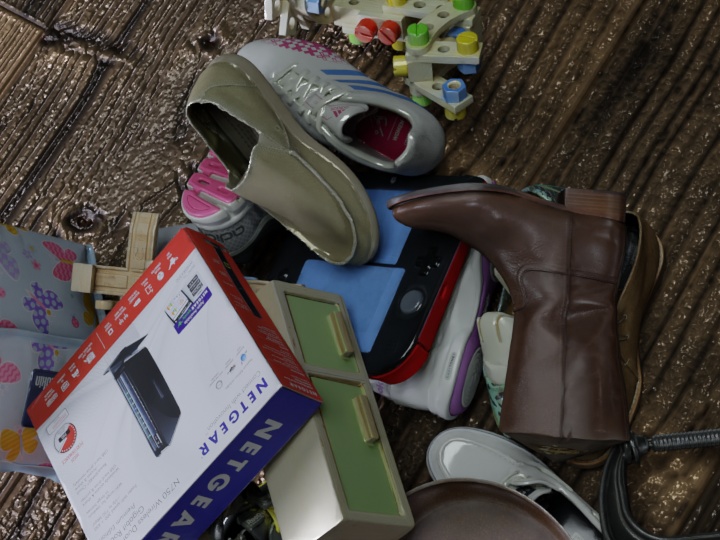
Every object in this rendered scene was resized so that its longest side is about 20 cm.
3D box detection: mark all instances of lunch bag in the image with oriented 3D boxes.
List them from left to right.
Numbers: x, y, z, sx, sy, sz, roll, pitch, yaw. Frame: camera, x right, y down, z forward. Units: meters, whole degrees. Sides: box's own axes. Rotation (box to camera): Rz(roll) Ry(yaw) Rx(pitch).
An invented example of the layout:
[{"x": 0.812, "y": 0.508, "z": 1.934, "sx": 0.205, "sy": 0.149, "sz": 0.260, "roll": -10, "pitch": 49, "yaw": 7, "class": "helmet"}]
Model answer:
[{"x": -0.288, "y": 0.067, "z": 1.389, "sx": 0.127, "sy": 0.169, "sz": 0.201, "roll": -29, "pitch": 61, "yaw": 32, "class": "lunch bag"}]

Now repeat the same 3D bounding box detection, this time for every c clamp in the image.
[{"x": 0.265, "y": 0.144, "z": 1.250, "sx": 0.199, "sy": 0.027, "sz": 0.172, "roll": -10, "pitch": 59, "yaw": -2, "class": "c clamp"}]

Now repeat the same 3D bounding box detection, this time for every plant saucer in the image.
[{"x": 0.086, "y": 0.249, "z": 1.249, "sx": 0.199, "sy": 0.032, "sz": 0.201, "roll": 2, "pitch": 94, "yaw": 27, "class": "plant saucer"}]

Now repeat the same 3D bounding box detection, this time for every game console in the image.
[{"x": 0.000, "y": 0.000, "z": 1.367, "sx": 0.199, "sy": 0.031, "sz": 0.178, "roll": 6, "pitch": 70, "yaw": 47, "class": "game console"}]

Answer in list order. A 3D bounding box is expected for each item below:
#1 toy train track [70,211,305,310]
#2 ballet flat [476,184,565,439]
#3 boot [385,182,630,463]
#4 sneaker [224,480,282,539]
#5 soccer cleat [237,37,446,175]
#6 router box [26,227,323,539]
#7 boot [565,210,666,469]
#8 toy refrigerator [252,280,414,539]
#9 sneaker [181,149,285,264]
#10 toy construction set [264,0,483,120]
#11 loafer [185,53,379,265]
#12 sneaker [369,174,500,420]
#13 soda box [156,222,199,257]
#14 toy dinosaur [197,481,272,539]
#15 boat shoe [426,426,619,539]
[{"x": -0.142, "y": 0.014, "z": 1.358, "sx": 0.199, "sy": 0.033, "sz": 0.115, "roll": 5, "pitch": 90, "yaw": 18, "class": "toy train track"}, {"x": 0.123, "y": 0.027, "z": 1.322, "sx": 0.074, "sy": 0.074, "sz": 0.201, "roll": 8, "pitch": 74, "yaw": 20, "class": "ballet flat"}, {"x": 0.107, "y": 0.039, "z": 1.261, "sx": 0.185, "sy": 0.064, "sz": 0.201, "roll": 2, "pitch": 85, "yaw": 7, "class": "boot"}, {"x": -0.053, "y": 0.189, "z": 1.321, "sx": 0.074, "sy": 0.085, "sz": 0.200, "roll": 34, "pitch": 84, "yaw": 24, "class": "sneaker"}, {"x": -0.024, "y": -0.135, "z": 1.362, "sx": 0.199, "sy": 0.086, "sz": 0.070, "roll": 25, "pitch": 104, "yaw": 18, "class": "soccer cleat"}, {"x": -0.142, "y": 0.100, "z": 1.270, "sx": 0.200, "sy": 0.049, "sz": 0.180, "roll": -48, "pitch": 49, "yaw": 14, "class": "router box"}, {"x": 0.183, "y": 0.049, "z": 1.308, "sx": 0.073, "sy": 0.075, "sz": 0.201, "roll": 10, "pitch": 74, "yaw": 19, "class": "boot"}, {"x": -0.031, "y": 0.110, "z": 1.264, "sx": 0.070, "sy": 0.076, "sz": 0.201, "roll": -40, "pitch": 53, "yaw": 33, "class": "toy refrigerator"}, {"x": -0.082, "y": -0.080, "z": 1.440, "sx": 0.073, "sy": 0.088, "sz": 0.200, "roll": 9, "pitch": 44, "yaw": 23, "class": "sneaker"}, {"x": 0.019, "y": -0.204, "z": 1.438, "sx": 0.199, "sy": 0.092, "sz": 0.131, "roll": 22, "pitch": 51, "yaw": 10, "class": "toy construction set"}, {"x": -0.067, "y": -0.076, "z": 1.337, "sx": 0.200, "sy": 0.076, "sz": 0.068, "roll": 48, "pitch": 49, "yaw": 3, "class": "loafer"}, {"x": 0.060, "y": 0.014, "z": 1.360, "sx": 0.099, "sy": 0.075, "sz": 0.201, "roll": 9, "pitch": 72, "yaw": 22, "class": "sneaker"}, {"x": -0.151, "y": 0.065, "z": 1.413, "sx": 0.068, "sy": 0.063, "sz": 0.201, "roll": -7, "pitch": 67, "yaw": 18, "class": "soda box"}, {"x": -0.102, "y": 0.176, "z": 1.277, "sx": 0.088, "sy": 0.047, "sz": 0.201, "roll": 6, "pitch": 64, "yaw": 41, "class": "toy dinosaur"}, {"x": 0.126, "y": 0.179, "z": 1.278, "sx": 0.200, "sy": 0.066, "sz": 0.072, "roll": 41, "pitch": 85, "yaw": 26, "class": "boat shoe"}]
